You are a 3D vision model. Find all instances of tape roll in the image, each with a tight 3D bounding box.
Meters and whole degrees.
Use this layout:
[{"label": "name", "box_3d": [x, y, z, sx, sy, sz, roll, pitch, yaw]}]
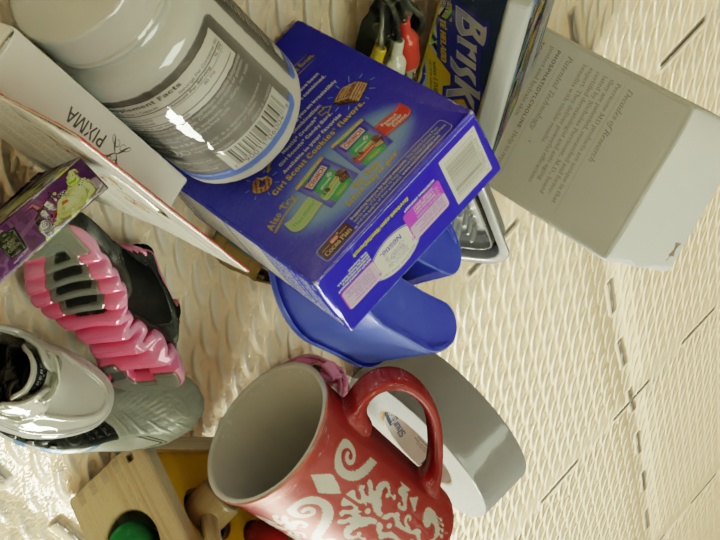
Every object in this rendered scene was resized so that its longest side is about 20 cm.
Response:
[{"label": "tape roll", "box_3d": [0.080, 0.166, 1.324, 0.066, 0.200, 0.201, -43, 147, -17]}]

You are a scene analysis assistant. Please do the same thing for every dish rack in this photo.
[{"label": "dish rack", "box_3d": [0.039, -0.076, 1.094, 0.200, 0.171, 0.044, 59, 42, -56]}]

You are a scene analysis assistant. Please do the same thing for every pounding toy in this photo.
[{"label": "pounding toy", "box_3d": [-0.136, 0.235, 1.084, 0.142, 0.185, 0.200, -42, 153, 21]}]

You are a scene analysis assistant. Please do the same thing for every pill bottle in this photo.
[{"label": "pill bottle", "box_3d": [-0.131, -0.145, 0.828, 0.114, 0.114, 0.200, -53, 148, -1]}]

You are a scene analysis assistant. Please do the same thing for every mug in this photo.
[{"label": "mug", "box_3d": [-0.002, 0.183, 1.080, 0.200, 0.177, 0.134, 43, 44, -33]}]

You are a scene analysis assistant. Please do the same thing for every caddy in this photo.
[{"label": "caddy", "box_3d": [0.000, 0.000, 1.046, 0.200, 0.104, 0.142, 32, 57, -50]}]

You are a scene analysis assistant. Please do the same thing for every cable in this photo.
[{"label": "cable", "box_3d": [0.032, -0.206, 1.010, 0.097, 0.050, 0.200, -41, 165, -25]}]

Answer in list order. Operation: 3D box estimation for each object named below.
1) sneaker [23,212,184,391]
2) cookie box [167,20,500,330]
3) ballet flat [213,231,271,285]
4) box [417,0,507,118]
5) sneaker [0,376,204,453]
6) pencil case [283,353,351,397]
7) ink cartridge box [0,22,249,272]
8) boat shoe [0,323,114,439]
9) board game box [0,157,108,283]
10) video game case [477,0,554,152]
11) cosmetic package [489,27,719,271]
[{"label": "sneaker", "box_3d": [-0.187, 0.008, 0.951, 0.200, 0.078, 0.096, 68, 25, -51]}, {"label": "cookie box", "box_3d": [-0.028, -0.078, 0.941, 0.171, 0.200, 0.075, -47, 142, -11]}, {"label": "ballet flat", "box_3d": [-0.053, -0.002, 1.116, 0.200, 0.063, 0.069, 11, 110, -56]}, {"label": "box", "box_3d": [0.089, -0.174, 1.120, 0.070, 0.064, 0.201, -55, 162, -59]}, {"label": "sneaker", "box_3d": [-0.219, 0.116, 1.013, 0.199, 0.072, 0.072, 6, 157, -45]}, {"label": "pencil case", "box_3d": [-0.042, 0.172, 1.285, 0.201, 0.086, 0.083, 81, 22, -50]}, {"label": "ink cartridge box", "box_3d": [-0.168, -0.081, 0.776, 0.045, 0.176, 0.200, -61, 150, -9]}, {"label": "boat shoe", "box_3d": [-0.245, 0.073, 0.888, 0.200, 0.065, 0.072, 32, 63, -44]}, {"label": "board game box", "box_3d": [-0.224, -0.018, 0.777, 0.032, 0.200, 0.120, 45, 76, -16]}, {"label": "video game case", "box_3d": [0.142, -0.207, 1.090, 0.201, 0.023, 0.183, 101, 12, -51]}, {"label": "cosmetic package", "box_3d": [0.242, -0.122, 1.264, 0.167, 0.200, 0.167, 6, 115, -56]}]
